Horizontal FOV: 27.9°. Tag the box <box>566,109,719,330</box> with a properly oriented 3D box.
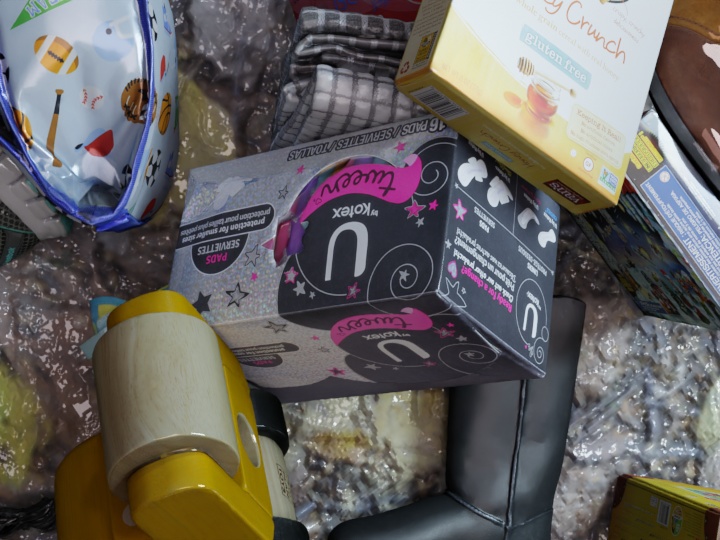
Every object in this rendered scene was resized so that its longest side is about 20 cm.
[{"bbox_3d":[0.184,-0.029,0.927,0.040,0.200,0.138,-37,94,-3],"label":"box"}]

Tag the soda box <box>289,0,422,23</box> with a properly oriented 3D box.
[{"bbox_3d":[0.040,-0.185,0.908,0.069,0.199,0.064,-21,93,-37],"label":"soda box"}]

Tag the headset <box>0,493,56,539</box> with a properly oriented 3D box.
[{"bbox_3d":[-0.272,0.101,0.908,0.093,0.124,0.201,-10,128,30],"label":"headset"}]

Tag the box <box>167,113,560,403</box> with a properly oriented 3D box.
[{"bbox_3d":[0.000,0.000,0.854,0.198,0.132,0.116,-10,61,33],"label":"box"}]

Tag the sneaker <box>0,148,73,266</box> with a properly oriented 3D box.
[{"bbox_3d":[-0.274,-0.077,0.916,0.091,0.078,0.201,-36,111,5],"label":"sneaker"}]

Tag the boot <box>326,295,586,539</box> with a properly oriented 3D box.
[{"bbox_3d":[0.064,0.108,0.977,0.162,0.066,0.203,8,92,-16],"label":"boot"}]

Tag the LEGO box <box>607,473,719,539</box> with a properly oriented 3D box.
[{"bbox_3d":[0.259,0.192,0.936,0.147,0.200,0.078,11,88,-7],"label":"LEGO box"}]

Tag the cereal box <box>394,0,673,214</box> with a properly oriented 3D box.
[{"bbox_3d":[0.108,-0.154,0.802,0.143,0.039,0.202,30,67,-28],"label":"cereal box"}]

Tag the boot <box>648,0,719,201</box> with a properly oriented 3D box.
[{"bbox_3d":[0.260,-0.154,0.854,0.198,0.069,0.190,-23,55,15],"label":"boot"}]

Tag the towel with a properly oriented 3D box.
[{"bbox_3d":[0.028,-0.099,0.906,0.163,0.200,0.087,8,76,-7],"label":"towel"}]

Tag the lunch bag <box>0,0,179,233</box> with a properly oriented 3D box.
[{"bbox_3d":[-0.171,-0.123,0.895,0.122,0.170,0.203,-12,92,-1],"label":"lunch bag"}]

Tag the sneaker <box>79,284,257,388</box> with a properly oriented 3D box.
[{"bbox_3d":[-0.155,0.094,0.945,0.130,0.079,0.201,42,75,-7],"label":"sneaker"}]

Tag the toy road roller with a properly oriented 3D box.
[{"bbox_3d":[-0.120,0.122,0.819,0.144,0.201,0.124,-20,53,6],"label":"toy road roller"}]
